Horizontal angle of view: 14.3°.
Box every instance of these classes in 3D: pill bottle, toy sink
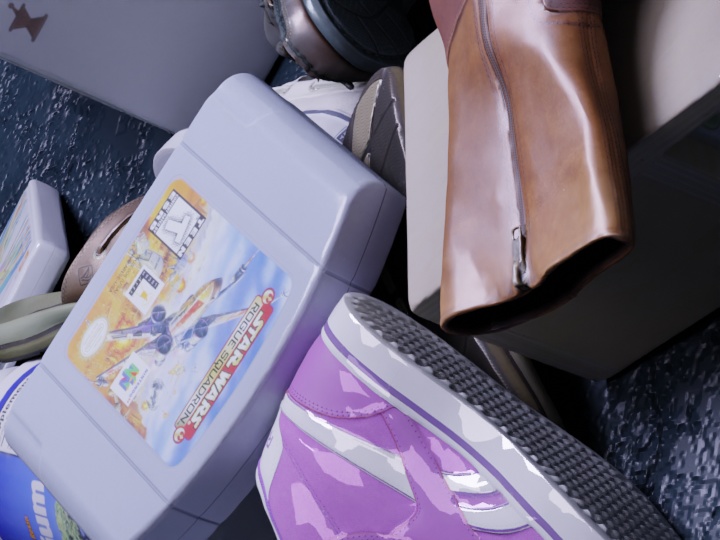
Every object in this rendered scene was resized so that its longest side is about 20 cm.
[{"bbox_3d":[-0.118,0.096,1.374,0.200,0.112,0.112,5,74,56],"label":"pill bottle"},{"bbox_3d":[0.119,-0.064,1.139,0.200,0.112,0.131,-38,42,43],"label":"toy sink"}]

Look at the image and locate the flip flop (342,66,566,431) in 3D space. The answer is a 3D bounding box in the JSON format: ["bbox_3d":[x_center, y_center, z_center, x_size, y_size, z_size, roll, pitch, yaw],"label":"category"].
[{"bbox_3d":[0.046,0.006,1.223,0.200,0.058,0.081,64,148,19],"label":"flip flop"}]

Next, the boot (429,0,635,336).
[{"bbox_3d":[0.079,-0.097,1.045,0.188,0.068,0.200,-34,45,45],"label":"boot"}]

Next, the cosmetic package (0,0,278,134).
[{"bbox_3d":[-0.134,-0.193,1.527,0.167,0.166,0.200,-60,33,10],"label":"cosmetic package"}]

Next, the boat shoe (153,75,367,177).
[{"bbox_3d":[-0.031,-0.060,1.400,0.070,0.071,0.200,-45,14,-25],"label":"boat shoe"}]

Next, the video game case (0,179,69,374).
[{"bbox_3d":[-0.208,0.049,1.550,0.182,0.022,0.200,-62,11,6],"label":"video game case"}]

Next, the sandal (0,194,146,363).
[{"bbox_3d":[-0.109,-0.004,1.372,0.201,0.080,0.057,-16,93,33],"label":"sandal"}]

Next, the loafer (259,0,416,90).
[{"bbox_3d":[-0.015,-0.118,1.347,0.063,0.072,0.200,-36,11,18],"label":"loafer"}]

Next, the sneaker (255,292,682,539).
[{"bbox_3d":[0.042,0.110,1.137,0.200,0.073,0.114,39,105,30],"label":"sneaker"}]

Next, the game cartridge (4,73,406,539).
[{"bbox_3d":[-0.067,0.026,1.229,0.200,0.042,0.133,-57,39,7],"label":"game cartridge"}]
